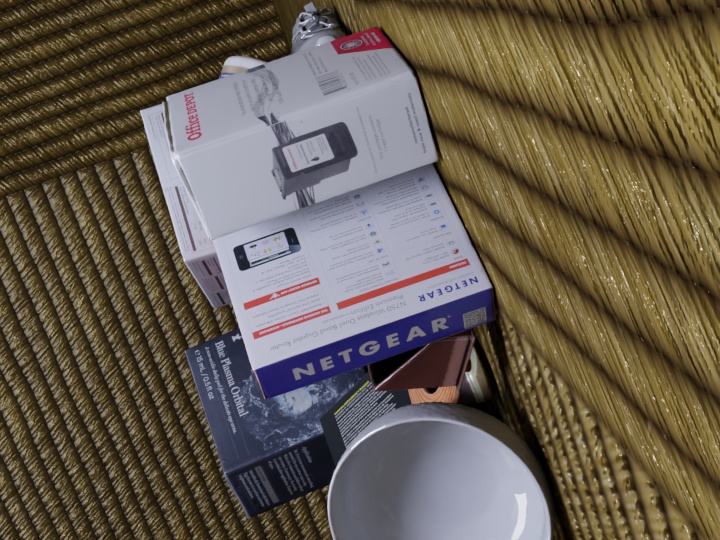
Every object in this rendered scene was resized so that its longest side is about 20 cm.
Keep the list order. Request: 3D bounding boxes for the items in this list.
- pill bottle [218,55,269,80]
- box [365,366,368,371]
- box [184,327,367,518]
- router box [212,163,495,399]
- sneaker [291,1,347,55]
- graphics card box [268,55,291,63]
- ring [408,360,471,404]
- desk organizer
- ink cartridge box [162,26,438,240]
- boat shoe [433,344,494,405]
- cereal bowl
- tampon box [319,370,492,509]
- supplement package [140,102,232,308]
[{"bbox_3d":[-0.131,-0.134,1.340,0.111,0.111,0.200,121,166,-88],"label":"pill bottle"},{"bbox_3d":[0.043,0.061,1.458,0.132,0.115,0.200,-116,6,-78],"label":"box"},{"bbox_3d":[-0.086,0.160,1.428,0.117,0.200,0.197,73,173,-50],"label":"box"},{"bbox_3d":[-0.014,-0.008,0.969,0.049,0.200,0.180,76,174,-53],"label":"router box"},{"bbox_3d":[-0.056,-0.272,1.368,0.200,0.075,0.082,-138,34,-77],"label":"sneaker"},{"bbox_3d":[-0.060,-0.124,1.237,0.125,0.051,0.200,-95,-12,-81],"label":"graphics card box"},{"bbox_3d":[0.070,0.050,1.100,0.200,0.019,0.201,179,90,-78],"label":"ring"},{"bbox_3d":[0.035,0.008,1.028,0.072,0.077,0.200,100,163,-46],"label":"desk organizer"},{"bbox_3d":[-0.054,-0.118,0.974,0.145,0.200,0.083,-113,4,-61],"label":"ink cartridge box"},{"bbox_3d":[0.080,0.073,1.218,0.201,0.066,0.072,-114,4,-57],"label":"boat shoe"},{"bbox_3d":[0.074,0.202,1.035,0.083,0.200,0.200,-57,-51,-67],"label":"cereal bowl"},{"bbox_3d":[0.070,0.209,1.214,0.150,0.126,0.200,31,-158,-34],"label":"tampon box"},{"bbox_3d":[-0.126,-0.070,1.148,0.200,0.111,0.156,90,163,-76],"label":"supplement package"}]
